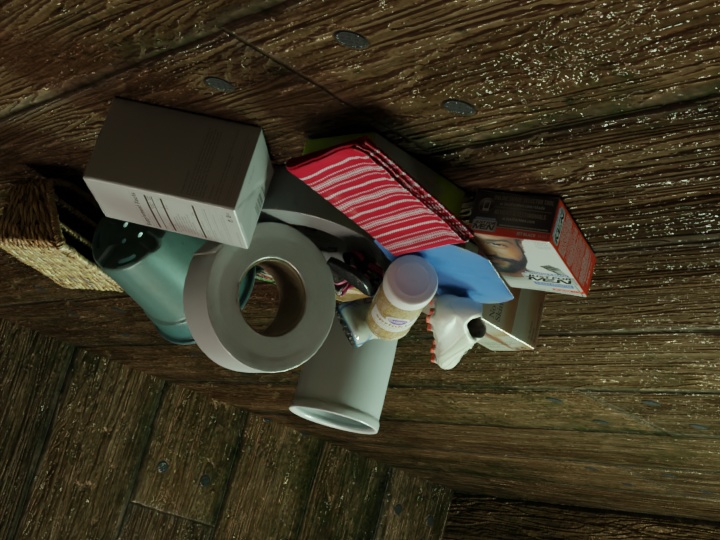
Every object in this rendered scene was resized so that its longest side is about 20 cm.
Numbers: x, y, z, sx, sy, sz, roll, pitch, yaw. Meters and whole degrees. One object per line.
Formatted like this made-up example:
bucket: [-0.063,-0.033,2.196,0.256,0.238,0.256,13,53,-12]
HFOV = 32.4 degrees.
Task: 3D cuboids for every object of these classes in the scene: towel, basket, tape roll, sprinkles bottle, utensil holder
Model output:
towel: [0.021,-0.082,1.452,0.200,0.023,0.145,38,151,-30]
basket: [-0.449,-0.064,1.957,0.149,0.143,0.200,3,158,30]
tape roll: [-0.058,-0.073,1.701,0.200,0.066,0.200,14,164,4]
sprinkles bottle: [0.053,0.039,1.649,0.068,0.068,0.200,16,162,-2]
tape roll: [-0.135,0.036,1.658,0.202,0.203,0.071,25,164,-30]
utensil holder: [-0.026,0.184,2.306,0.170,0.200,0.170,14,165,4]

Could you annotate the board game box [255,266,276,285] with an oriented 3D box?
board game box: [-0.108,0.008,1.977,0.105,0.023,0.200,18,170,-15]

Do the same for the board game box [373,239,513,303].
board game box: [0.115,-0.016,1.605,0.158,0.039,0.200,9,160,28]

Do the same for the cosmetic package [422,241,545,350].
cosmetic package: [0.172,0.038,1.797,0.087,0.103,0.200,-5,156,45]

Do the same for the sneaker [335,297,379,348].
sneaker: [0.016,0.068,1.808,0.072,0.072,0.200,-26,175,15]

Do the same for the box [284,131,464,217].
box: [0.019,-0.113,1.520,0.122,0.048,0.200,-2,157,44]

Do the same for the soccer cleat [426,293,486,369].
soccer cleat: [0.136,0.090,1.716,0.077,0.069,0.200,5,157,10]

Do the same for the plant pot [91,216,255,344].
plant pot: [-0.298,-0.017,1.920,0.200,0.200,0.196,4,153,34]

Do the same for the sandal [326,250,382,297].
sandal: [0.000,0.000,1.700,0.075,0.045,0.200,39,180,7]

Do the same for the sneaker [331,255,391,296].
sneaker: [-0.038,-0.012,1.839,0.200,0.095,0.079,12,167,15]

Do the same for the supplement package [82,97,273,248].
supplement package: [-0.227,-0.123,1.571,0.200,0.121,0.120,13,159,9]

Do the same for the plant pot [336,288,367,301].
plant pot: [-0.022,0.015,2.042,0.200,0.028,0.200,13,164,4]

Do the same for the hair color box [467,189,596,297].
hair color box: [0.221,-0.032,1.582,0.111,0.064,0.200,8,162,27]
